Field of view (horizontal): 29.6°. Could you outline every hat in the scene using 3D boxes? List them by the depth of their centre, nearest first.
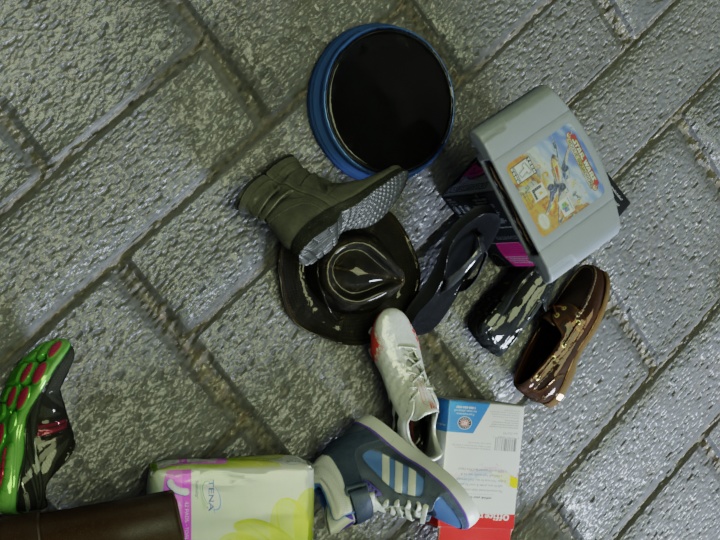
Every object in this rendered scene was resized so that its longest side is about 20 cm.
[{"bbox_3d":[0.000,0.000,1.673,0.198,0.081,0.204,0,90,-26],"label":"hat"}]

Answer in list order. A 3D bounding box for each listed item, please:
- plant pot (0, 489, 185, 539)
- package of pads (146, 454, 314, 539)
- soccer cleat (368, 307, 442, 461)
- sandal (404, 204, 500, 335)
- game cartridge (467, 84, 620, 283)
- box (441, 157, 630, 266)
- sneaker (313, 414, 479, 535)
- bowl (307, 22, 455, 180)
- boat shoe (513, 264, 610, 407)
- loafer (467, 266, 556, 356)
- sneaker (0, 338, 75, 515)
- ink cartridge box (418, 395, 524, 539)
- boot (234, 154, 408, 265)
[{"bbox_3d":[-0.277,0.333,1.460,0.195,0.200,0.204,-14,97,-10],"label":"plant pot"},{"bbox_3d":[-0.152,0.296,1.593,0.197,0.068,0.157,1,91,-11],"label":"package of pads"},{"bbox_3d":[0.061,0.144,1.687,0.068,0.085,0.203,-18,109,-25],"label":"soccer cleat"},{"bbox_3d":[0.123,0.005,1.695,0.075,0.043,0.202,-3,130,-43],"label":"sandal"},{"bbox_3d":[0.220,-0.105,1.583,0.132,0.041,0.202,-33,101,-17],"label":"game cartridge"},{"bbox_3d":[0.217,-0.092,1.709,0.115,0.199,0.132,-47,107,-18],"label":"box"},{"bbox_3d":[0.027,0.284,1.645,0.199,0.081,0.147,38,65,14],"label":"sneaker"},{"bbox_3d":[0.030,-0.210,1.708,0.198,0.039,0.204,0,91,-25],"label":"bowl"},{"bbox_3d":[0.267,0.079,1.806,0.070,0.070,0.202,29,79,-27],"label":"boat shoe"},{"bbox_3d":[0.222,0.024,1.790,0.201,0.068,0.070,-49,117,-11],"label":"loafer"},{"bbox_3d":[-0.359,0.174,1.521,0.083,0.076,0.203,19,85,-41],"label":"sneaker"},{"bbox_3d":[0.139,0.268,1.751,0.115,0.067,0.204,7,88,-24],"label":"ink cartridge box"},{"bbox_3d":[-0.046,-0.102,1.638,0.199,0.068,0.130,-33,63,-31],"label":"boot"}]
